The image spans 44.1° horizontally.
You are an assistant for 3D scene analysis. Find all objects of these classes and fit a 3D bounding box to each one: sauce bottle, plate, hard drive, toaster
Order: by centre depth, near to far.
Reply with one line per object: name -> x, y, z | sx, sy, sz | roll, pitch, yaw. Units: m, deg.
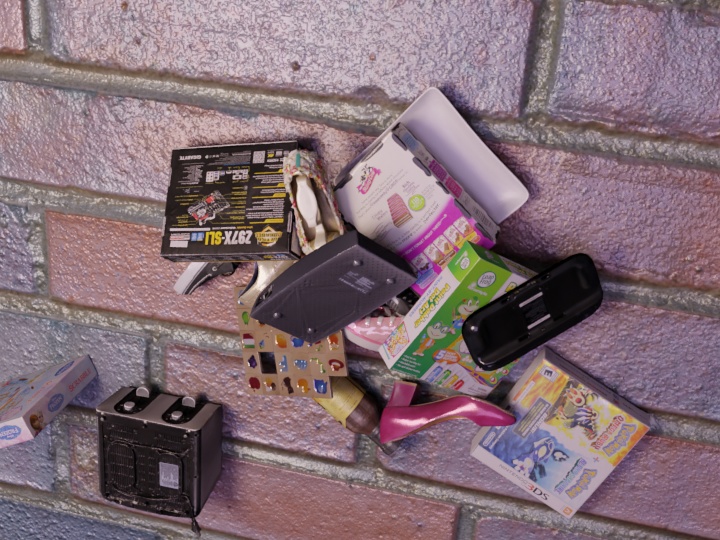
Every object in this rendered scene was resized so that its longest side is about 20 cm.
hard drive -> -0.038, 0.023, 1.174 | 0.199, 0.043, 0.134 | -33, 138, 30
plate -> 0.096, -0.116, 1.216 | 0.199, 0.032, 0.200 | -41, 97, 23
sauce bottle -> -0.018, 0.202, 1.349 | 0.200, 0.065, 0.065 | 42, 114, -2
toaster -> -0.320, 0.296, 1.431 | 0.179, 0.119, 0.202 | 9, 112, 11

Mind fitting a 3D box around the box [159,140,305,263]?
box -> -0.175, -0.093, 1.236 | 0.198, 0.049, 0.162 | -2, 77, 18

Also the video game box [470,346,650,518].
video game box -> 0.288, 0.241, 1.299 | 0.181, 0.047, 0.201 | 31, 115, -2

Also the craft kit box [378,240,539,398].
craft kit box -> 0.156, 0.073, 1.200 | 0.199, 0.049, 0.198 | 20, 114, -38

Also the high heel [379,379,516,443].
high heel -> 0.123, 0.224, 1.285 | 0.198, 0.067, 0.097 | 11, 76, 21

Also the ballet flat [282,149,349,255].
ballet flat -> -0.057, -0.060, 1.159 | 0.075, 0.064, 0.201 | -17, 117, 11

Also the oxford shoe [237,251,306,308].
oxford shoe -> -0.112, -0.035, 1.249 | 0.073, 0.071, 0.202 | 19, 90, -14

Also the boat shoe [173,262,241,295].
boat shoe -> -0.199, -0.023, 1.307 | 0.057, 0.069, 0.200 | 44, 112, -6

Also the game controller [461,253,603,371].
game controller -> 0.229, 0.056, 1.174 | 0.199, 0.042, 0.105 | -30, 120, -2

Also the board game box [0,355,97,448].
board game box -> -0.551, 0.221, 1.416 | 0.198, 0.200, 0.041 | -18, 107, 20

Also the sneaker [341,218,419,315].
sneaker -> 0.000, 0.000, 1.258 | 0.200, 0.066, 0.091 | 46, 126, 13

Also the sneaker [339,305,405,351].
sneaker -> 0.062, 0.070, 1.272 | 0.199, 0.076, 0.105 | 25, 119, -5

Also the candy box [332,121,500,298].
candy box -> 0.070, -0.076, 1.186 | 0.200, 0.061, 0.136 | 46, 116, -6

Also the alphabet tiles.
alphabet tiles -> -0.103, 0.104, 1.308 | 0.198, 0.008, 0.169 | -3, 97, 36
